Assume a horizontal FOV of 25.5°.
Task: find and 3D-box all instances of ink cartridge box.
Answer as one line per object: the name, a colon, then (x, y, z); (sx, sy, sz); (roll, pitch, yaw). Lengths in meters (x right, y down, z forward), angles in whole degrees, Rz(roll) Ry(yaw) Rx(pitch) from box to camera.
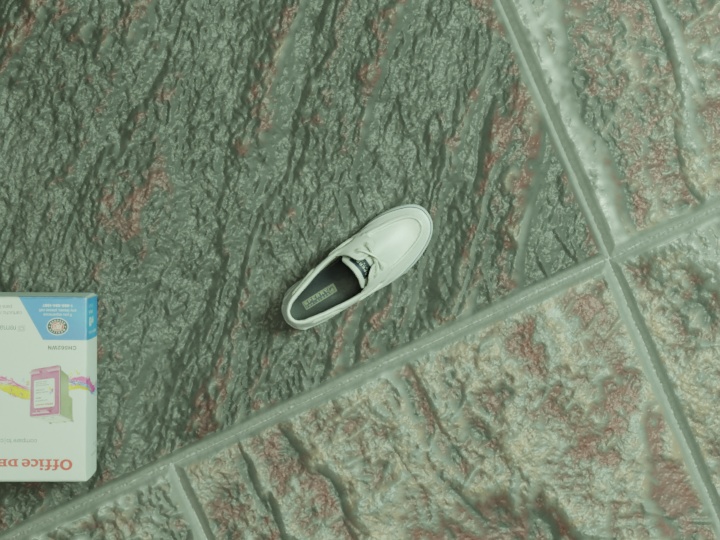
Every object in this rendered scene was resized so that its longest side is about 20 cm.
ink cartridge box: (-0.361, 0.127, 1.729); (0.143, 0.085, 0.203); (0, 93, -4)

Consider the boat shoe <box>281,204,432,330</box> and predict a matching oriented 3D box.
boat shoe: (0.000, 0.000, 1.756); (0.200, 0.065, 0.074); (-41, 93, -1)
